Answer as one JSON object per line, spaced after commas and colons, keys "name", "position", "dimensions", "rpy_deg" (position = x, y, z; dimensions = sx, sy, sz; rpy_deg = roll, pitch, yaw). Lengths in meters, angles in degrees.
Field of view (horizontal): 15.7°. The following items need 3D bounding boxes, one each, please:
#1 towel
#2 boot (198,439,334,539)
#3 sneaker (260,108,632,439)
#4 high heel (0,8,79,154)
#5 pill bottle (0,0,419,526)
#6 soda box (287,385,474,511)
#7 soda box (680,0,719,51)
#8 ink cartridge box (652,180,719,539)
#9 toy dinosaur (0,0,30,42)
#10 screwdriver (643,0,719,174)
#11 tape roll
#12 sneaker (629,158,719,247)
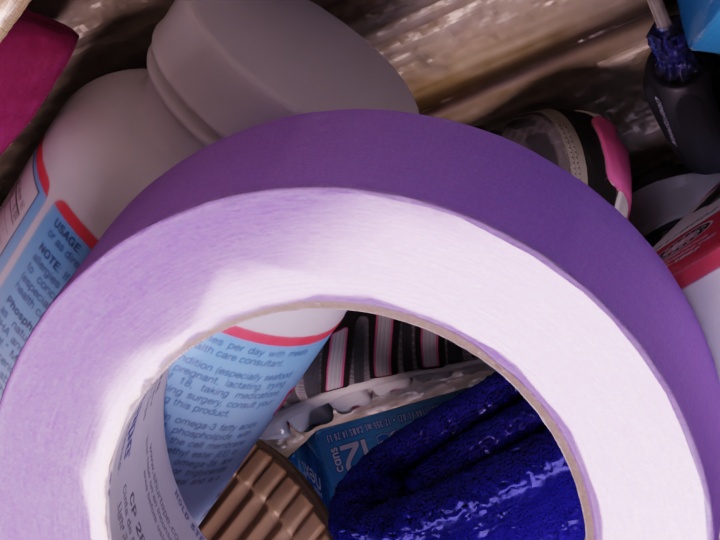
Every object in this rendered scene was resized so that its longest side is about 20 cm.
{"name": "towel", "position": [0.084, 0.097, 0.901], "dimensions": [0.147, 0.050, 0.200], "rpy_deg": [-32, 142, 2]}
{"name": "boot", "position": [-0.043, 0.116, 0.965], "dimensions": [0.072, 0.200, 0.167], "rpy_deg": [-43, 142, -10]}
{"name": "sneaker", "position": [0.000, 0.000, 0.884], "dimensions": [0.199, 0.074, 0.087], "rpy_deg": [-27, 151, 35]}
{"name": "high heel", "position": [-0.134, -0.009, 0.836], "dimensions": [0.096, 0.068, 0.200], "rpy_deg": [3, 145, 0]}
{"name": "pill bottle", "position": [-0.067, 0.010, 0.816], "dimensions": [0.108, 0.109, 0.200], "rpy_deg": [16, 121, -35]}
{"name": "soda box", "position": [0.076, 0.070, 0.974], "dimensions": [0.199, 0.064, 0.068], "rpy_deg": [-14, 168, -18]}
{"name": "soda box", "position": [0.156, -0.139, 0.697], "dimensions": [0.068, 0.064, 0.200], "rpy_deg": [5, 145, -22]}
{"name": "ink cartridge box", "position": [0.172, -0.017, 0.792], "dimensions": [0.147, 0.086, 0.200], "rpy_deg": [-34, -175, 35]}
{"name": "toy dinosaur", "position": [-0.069, -0.121, 0.705], "dimensions": [0.101, 0.058, 0.200], "rpy_deg": [11, 136, -6]}
{"name": "screwdriver", "position": [0.092, -0.083, 0.813], "dimensions": [0.028, 0.029, 0.200], "rpy_deg": [-16, 153, 11]}
{"name": "tape roll", "position": [0.001, 0.060, 0.727], "dimensions": [0.199, 0.066, 0.201], "rpy_deg": [4, 113, 10]}
{"name": "sneaker", "position": [0.184, 0.020, 0.946], "dimensions": [0.199, 0.091, 0.066], "rpy_deg": [8, 152, -25]}
